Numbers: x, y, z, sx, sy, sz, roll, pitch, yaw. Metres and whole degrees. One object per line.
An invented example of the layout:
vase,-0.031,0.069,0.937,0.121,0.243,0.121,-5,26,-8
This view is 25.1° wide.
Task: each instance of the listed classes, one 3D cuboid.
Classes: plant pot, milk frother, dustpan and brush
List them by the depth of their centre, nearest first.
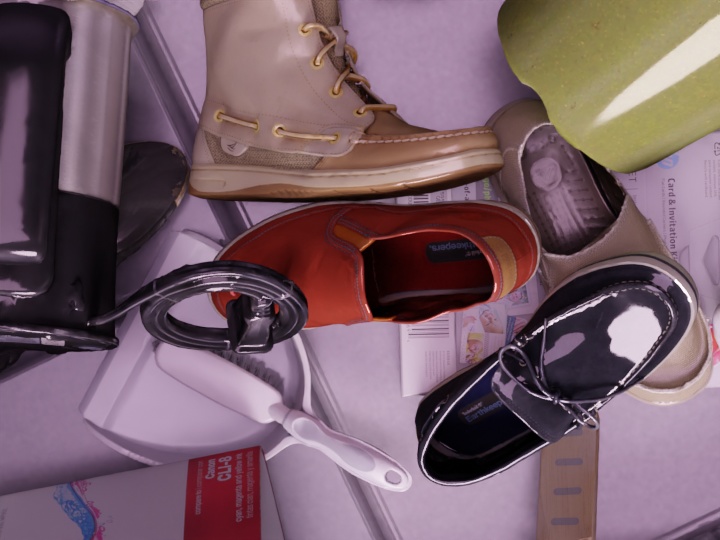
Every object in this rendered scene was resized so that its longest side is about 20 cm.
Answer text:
plant pot,0.180,-0.154,0.861,0.190,0.200,0.200,-39,90,30
milk frother,-0.136,-0.050,0.890,0.200,0.180,0.188,7,81,-27
dustpan and brush,-0.058,0.078,0.966,0.200,0.057,0.140,28,92,0

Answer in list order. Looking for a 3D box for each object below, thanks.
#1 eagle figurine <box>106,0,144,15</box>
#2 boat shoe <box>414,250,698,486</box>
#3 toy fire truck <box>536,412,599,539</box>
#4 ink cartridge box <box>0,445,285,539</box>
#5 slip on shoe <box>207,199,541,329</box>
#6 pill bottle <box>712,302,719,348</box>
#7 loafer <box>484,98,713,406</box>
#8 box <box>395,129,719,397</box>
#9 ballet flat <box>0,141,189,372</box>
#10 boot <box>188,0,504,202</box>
eagle figurine,-0.208,-0.197,0.897,0.151,0.200,0.152,36,132,8
boat shoe,0.104,0.060,0.891,0.075,0.062,0.200,46,123,-12
toy fire truck,0.172,0.189,0.946,0.176,0.129,0.200,-10,101,2
ink cartridge box,-0.138,0.211,0.911,0.200,0.145,0.146,-11,116,1
slip on shoe,0.000,0.000,0.901,0.200,0.061,0.074,-6,107,23
pill bottle,0.305,-0.004,0.919,0.200,0.112,0.112,-43,90,-13
loafer,0.133,-0.008,0.914,0.076,0.068,0.200,-35,91,2
box,0.121,-0.005,0.969,0.200,0.041,0.156,-2,92,3
ballet flat,-0.186,-0.008,0.980,0.200,0.057,0.066,-41,81,-4
boot,-0.012,-0.118,0.931,0.200,0.073,0.156,0,89,32
